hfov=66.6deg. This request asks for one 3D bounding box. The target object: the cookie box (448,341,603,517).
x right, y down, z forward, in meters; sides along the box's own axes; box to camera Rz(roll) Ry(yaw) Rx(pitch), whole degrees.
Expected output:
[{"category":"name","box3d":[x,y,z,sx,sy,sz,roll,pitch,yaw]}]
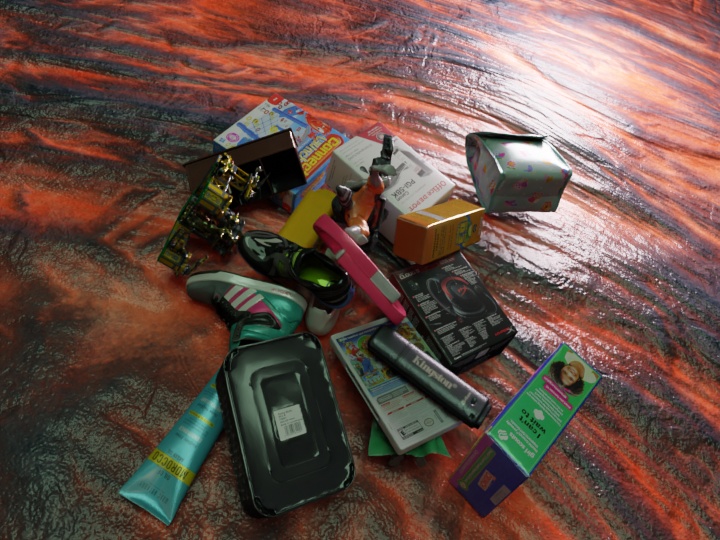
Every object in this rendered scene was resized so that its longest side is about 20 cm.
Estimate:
[{"category":"cookie box","box3d":[0.227,0.222,0.764,0.075,0.173,0.199,40,55,20]}]

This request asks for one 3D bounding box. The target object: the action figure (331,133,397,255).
[{"category":"action figure","box3d":[-0.001,-0.128,0.865,0.102,0.193,0.206,11,90,-12]}]

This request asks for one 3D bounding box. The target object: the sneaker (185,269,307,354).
[{"category":"sneaker","box3d":[-0.187,0.078,0.822,0.194,0.084,0.123,10,57,10]}]

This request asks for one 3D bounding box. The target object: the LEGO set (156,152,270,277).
[{"category":"LEGO set","box3d":[-0.215,-0.070,0.852,0.115,0.200,0.155,31,27,-23]}]

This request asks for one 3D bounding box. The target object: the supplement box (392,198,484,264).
[{"category":"supplement box","box3d":[0.138,-0.070,0.934,0.068,0.068,0.198,20,27,33]}]

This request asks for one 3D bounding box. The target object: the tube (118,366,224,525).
[{"category":"tube","box3d":[-0.224,0.223,0.730,0.076,0.051,0.202,24,56,11]}]

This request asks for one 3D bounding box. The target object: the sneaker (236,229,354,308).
[{"category":"sneaker","box3d":[-0.095,-0.015,0.815,0.196,0.083,0.072,26,64,13]}]

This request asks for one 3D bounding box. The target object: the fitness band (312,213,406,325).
[{"category":"fitness band","box3d":[0.000,0.000,0.827,0.037,0.144,0.201,-41,102,-2]}]

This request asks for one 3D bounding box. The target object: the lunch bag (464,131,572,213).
[{"category":"lunch bag","box3d":[0.317,-0.222,1.142,0.165,0.124,0.203,0,46,-12]}]

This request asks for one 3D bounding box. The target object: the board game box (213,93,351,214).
[{"category":"board game box","box3d":[-0.150,-0.234,1.068,0.193,0.056,0.201,32,53,10]}]

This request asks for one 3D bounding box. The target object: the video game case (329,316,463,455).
[{"category":"video game case","box3d":[0.059,0.155,0.804,0.140,0.018,0.201,-14,51,-30]}]

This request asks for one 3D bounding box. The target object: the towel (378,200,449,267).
[{"category":"towel","box3d":[0.095,-0.103,1.059,0.198,0.035,0.193,-32,71,-34]}]

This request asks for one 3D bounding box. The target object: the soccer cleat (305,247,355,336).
[{"category":"soccer cleat","box3d":[-0.041,0.014,0.903,0.068,0.078,0.203,18,52,0]}]

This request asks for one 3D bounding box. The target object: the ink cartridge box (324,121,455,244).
[{"category":"ink cartridge box","box3d":[0.054,-0.160,1.010,0.199,0.084,0.146,41,54,13]}]

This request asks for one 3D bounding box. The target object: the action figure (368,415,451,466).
[{"category":"action figure","box3d":[0.065,0.187,0.821,0.115,0.055,0.203,7,47,-8]}]

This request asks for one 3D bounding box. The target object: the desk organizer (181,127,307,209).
[{"category":"desk organizer","box3d":[-0.196,-0.167,0.949,0.195,0.072,0.079,-19,78,-1]}]

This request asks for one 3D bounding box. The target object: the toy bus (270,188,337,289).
[{"category":"toy bus","box3d":[-0.095,-0.065,0.941,0.064,0.079,0.202,26,59,6]}]

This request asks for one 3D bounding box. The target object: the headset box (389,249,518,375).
[{"category":"headset box","box3d":[0.141,0.064,0.915,0.146,0.076,0.202,-19,61,-27]}]

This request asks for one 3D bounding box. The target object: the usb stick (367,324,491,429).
[{"category":"usb stick","box3d":[0.096,0.149,0.784,0.198,0.033,0.055,35,43,18]}]

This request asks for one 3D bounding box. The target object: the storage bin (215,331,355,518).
[{"category":"storage bin","box3d":[-0.102,0.199,0.712,0.132,0.094,0.205,-10,71,-26]}]
